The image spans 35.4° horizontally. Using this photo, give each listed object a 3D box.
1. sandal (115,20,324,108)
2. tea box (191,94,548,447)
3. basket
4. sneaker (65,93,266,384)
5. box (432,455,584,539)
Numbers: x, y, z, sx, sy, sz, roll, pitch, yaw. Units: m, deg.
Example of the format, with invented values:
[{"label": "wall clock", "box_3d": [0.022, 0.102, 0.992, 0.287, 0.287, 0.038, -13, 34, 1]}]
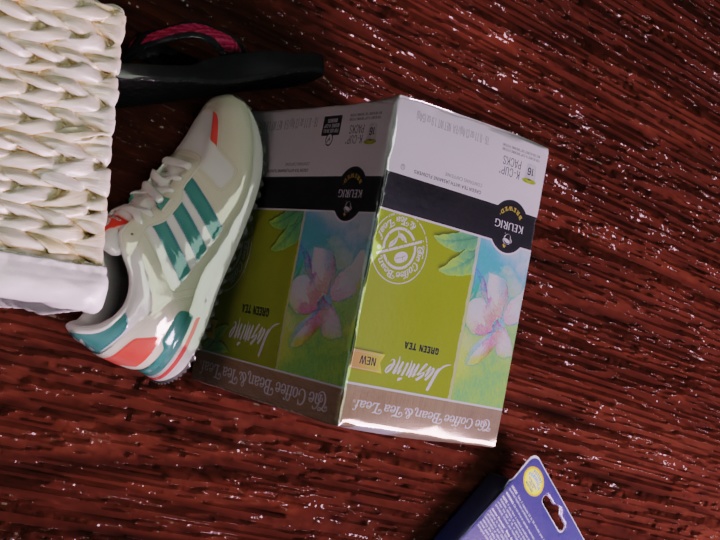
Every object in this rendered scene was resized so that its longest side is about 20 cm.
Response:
[{"label": "sandal", "box_3d": [-0.111, -0.142, 0.758, 0.198, 0.074, 0.046, -14, 94, -41]}, {"label": "tea box", "box_3d": [0.000, 0.000, 0.761, 0.132, 0.199, 0.201, 12, 86, -34]}, {"label": "basket", "box_3d": [-0.248, -0.068, 0.591, 0.197, 0.197, 0.164, 8, 84, -34]}, {"label": "sneaker", "box_3d": [-0.132, -0.032, 0.745, 0.093, 0.070, 0.203, 23, 83, -39]}, {"label": "box", "box_3d": [0.104, 0.263, 0.950, 0.200, 0.032, 0.122, -42, 115, -23]}]
